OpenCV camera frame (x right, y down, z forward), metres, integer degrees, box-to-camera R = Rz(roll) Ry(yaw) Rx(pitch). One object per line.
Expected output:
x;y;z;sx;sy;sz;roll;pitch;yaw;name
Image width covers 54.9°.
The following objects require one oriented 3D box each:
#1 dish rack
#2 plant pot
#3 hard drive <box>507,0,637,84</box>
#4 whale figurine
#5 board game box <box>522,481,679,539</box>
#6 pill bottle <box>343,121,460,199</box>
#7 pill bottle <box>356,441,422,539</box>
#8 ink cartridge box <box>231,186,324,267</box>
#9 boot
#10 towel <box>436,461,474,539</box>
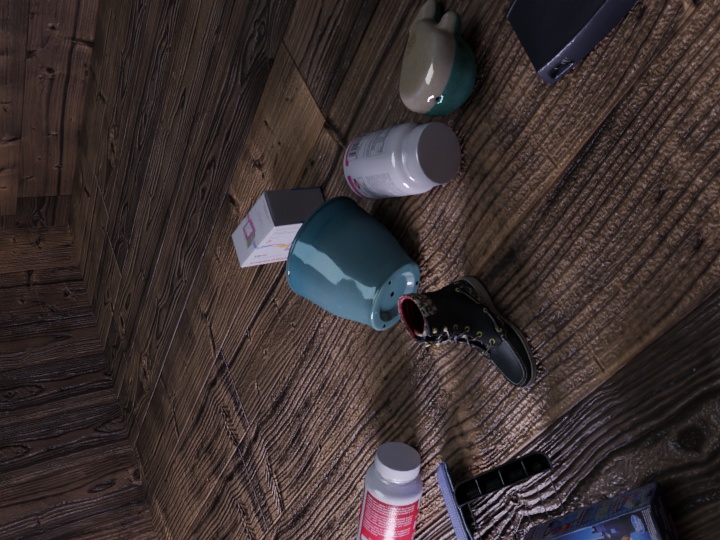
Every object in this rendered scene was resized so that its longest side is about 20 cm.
0.237;0.381;0.996;0.150;0.055;0.204;-24;72;10;dish rack
0.000;0.000;1.235;0.186;0.198;0.204;32;123;30;plant pot
0.272;-0.352;0.879;0.200;0.041;0.138;-46;59;49;hard drive
0.122;-0.329;1.079;0.160;0.101;0.204;126;151;-45;whale figurine
0.315;0.389;0.894;0.197;0.061;0.205;-19;93;37;board game box
0.067;-0.182;1.151;0.198;0.111;0.117;2;98;56;pill bottle
0.056;0.429;1.288;0.112;0.110;0.205;33;123;47;pill bottle
-0.175;-0.092;1.497;0.199;0.142;0.087;-38;67;51;ink cartridge box
0.157;0.101;1.039;0.205;0.151;0.074;58;138;31;boot
0.158;0.389;1.125;0.201;0.023;0.148;79;172;-69;towel
